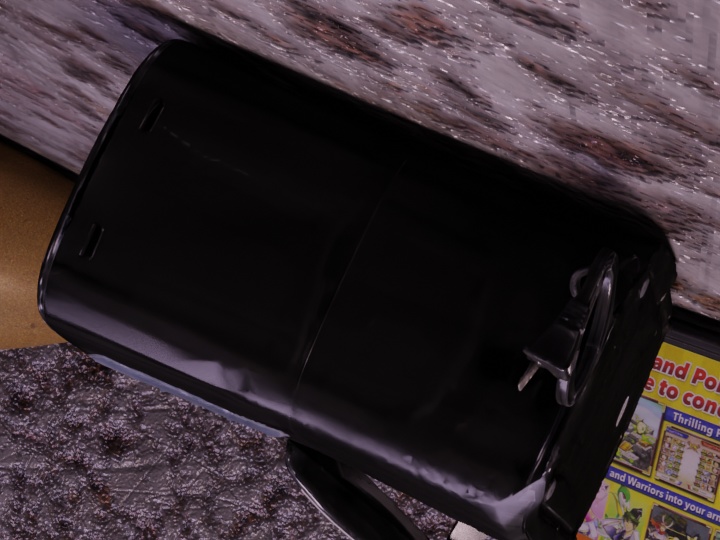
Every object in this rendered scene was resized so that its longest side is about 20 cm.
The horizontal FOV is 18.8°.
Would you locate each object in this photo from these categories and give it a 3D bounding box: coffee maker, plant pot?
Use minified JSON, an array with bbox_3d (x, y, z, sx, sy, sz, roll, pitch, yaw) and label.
[{"bbox_3d":[0.000,0.000,0.761,0.199,0.135,0.192,23,150,15],"label":"coffee maker"},{"bbox_3d":[-0.273,-0.020,1.437,0.199,0.187,0.186,13,175,-6],"label":"plant pot"}]

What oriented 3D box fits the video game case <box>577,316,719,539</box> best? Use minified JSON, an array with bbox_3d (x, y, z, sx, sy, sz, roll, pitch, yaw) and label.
[{"bbox_3d":[0.138,0.119,0.841,0.200,0.181,0.025,20,-167,42],"label":"video game case"}]
